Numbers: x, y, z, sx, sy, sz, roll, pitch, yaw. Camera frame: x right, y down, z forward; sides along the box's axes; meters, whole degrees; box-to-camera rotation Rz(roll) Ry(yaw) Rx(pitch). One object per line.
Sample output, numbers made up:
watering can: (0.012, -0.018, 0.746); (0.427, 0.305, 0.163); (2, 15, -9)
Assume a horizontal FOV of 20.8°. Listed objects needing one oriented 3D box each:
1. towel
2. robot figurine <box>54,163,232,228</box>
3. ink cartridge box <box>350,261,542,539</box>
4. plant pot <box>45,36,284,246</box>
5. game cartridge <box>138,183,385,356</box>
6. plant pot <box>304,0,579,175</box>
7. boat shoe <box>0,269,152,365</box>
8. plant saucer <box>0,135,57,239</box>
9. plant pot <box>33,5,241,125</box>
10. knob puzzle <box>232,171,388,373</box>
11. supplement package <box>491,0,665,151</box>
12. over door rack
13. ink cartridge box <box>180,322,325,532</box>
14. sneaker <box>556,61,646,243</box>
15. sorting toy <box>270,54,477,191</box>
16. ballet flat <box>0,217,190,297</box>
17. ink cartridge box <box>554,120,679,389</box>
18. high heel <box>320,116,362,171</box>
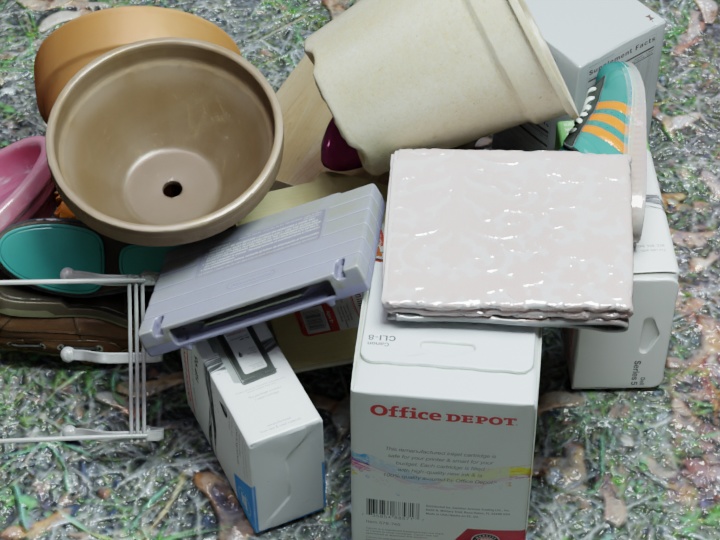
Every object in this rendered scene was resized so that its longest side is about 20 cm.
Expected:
towel: (0.118, -0.028, 1.556); (0.198, 0.032, 0.192); (2, 44, 4)
robot figurine: (-0.173, -0.045, 1.772); (0.199, 0.145, 0.059); (6, 65, 0)
ink cartridge box: (0.069, 0.114, 1.572); (0.144, 0.201, 0.145); (5, 45, 4)
plant pot: (-0.162, -0.092, 1.663); (0.199, 0.093, 0.202); (-1, 58, 1)
game cartridge: (-0.078, 0.000, 1.598); (0.199, 0.039, 0.130); (-17, 26, 19)
plant pot: (0.061, -0.178, 1.665); (0.183, 0.201, 0.201); (-27, 46, 10)
boat shoe: (-0.232, 0.044, 1.735); (0.199, 0.068, 0.072); (9, 35, -7)
plant saucer: (-0.346, -0.040, 1.770); (0.200, 0.051, 0.201); (-32, 23, 15)
plant pot: (-0.206, -0.133, 1.834); (0.199, 0.200, 0.141); (-3, 61, -3)
knob puzzle: (0.000, 0.000, 1.708); (0.218, 0.031, 0.221); (6, 55, -9)
supplement package: (0.202, -0.163, 1.846); (0.113, 0.201, 0.109); (-29, 52, -26)
over door rack: (-0.264, 0.073, 1.638); (0.199, 0.149, 0.067); (-2, 3, -22)
ink cartridge box: (-0.099, 0.104, 1.641); (0.067, 0.116, 0.200); (-18, 47, -17)
sneaker: (0.201, -0.108, 1.678); (0.079, 0.072, 0.201); (5, 47, 1)
sorting toy: (0.003, -0.111, 1.886); (0.198, 0.070, 0.200); (19, 49, 17)
ballet flat: (-0.217, -0.012, 1.710); (0.198, 0.073, 0.073); (3, 45, -5)
ink cartridge box: (0.220, -0.015, 1.739); (0.083, 0.146, 0.201); (-2, 45, -2)
high heel: (0.045, -0.127, 1.788); (0.095, 0.068, 0.200); (16, 23, 27)
